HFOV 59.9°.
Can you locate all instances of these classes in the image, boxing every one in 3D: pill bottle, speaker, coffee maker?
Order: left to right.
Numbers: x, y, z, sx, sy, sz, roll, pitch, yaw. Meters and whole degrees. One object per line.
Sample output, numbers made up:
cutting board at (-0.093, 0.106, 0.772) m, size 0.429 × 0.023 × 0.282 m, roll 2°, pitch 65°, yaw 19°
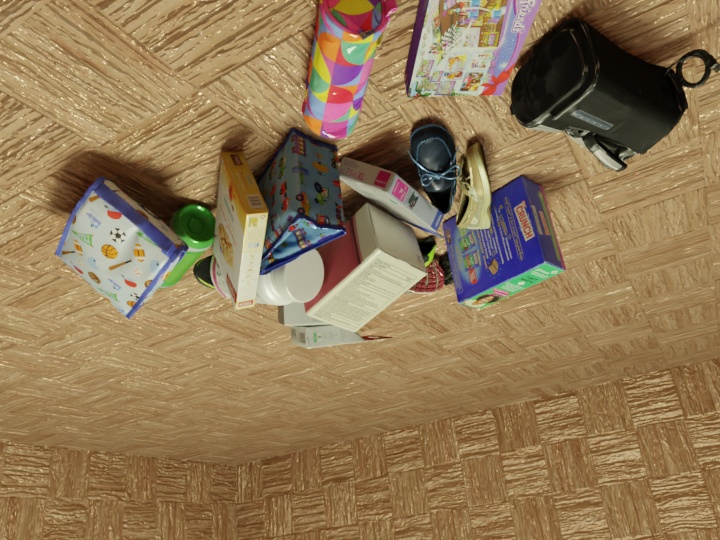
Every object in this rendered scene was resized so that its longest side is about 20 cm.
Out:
speaker at (-0.329, -0.040, 1.123) m, size 0.087 × 0.090 × 0.199 m, roll 11°, pitch 149°, yaw -34°
pill bottle at (-0.164, 0.001, 1.099) m, size 0.197 × 0.116 × 0.112 m, roll 3°, pitch 167°, yaw 41°
coffee maker at (0.327, -0.248, 0.830) m, size 0.197 × 0.136 × 0.194 m, roll 10°, pitch 127°, yaw -35°

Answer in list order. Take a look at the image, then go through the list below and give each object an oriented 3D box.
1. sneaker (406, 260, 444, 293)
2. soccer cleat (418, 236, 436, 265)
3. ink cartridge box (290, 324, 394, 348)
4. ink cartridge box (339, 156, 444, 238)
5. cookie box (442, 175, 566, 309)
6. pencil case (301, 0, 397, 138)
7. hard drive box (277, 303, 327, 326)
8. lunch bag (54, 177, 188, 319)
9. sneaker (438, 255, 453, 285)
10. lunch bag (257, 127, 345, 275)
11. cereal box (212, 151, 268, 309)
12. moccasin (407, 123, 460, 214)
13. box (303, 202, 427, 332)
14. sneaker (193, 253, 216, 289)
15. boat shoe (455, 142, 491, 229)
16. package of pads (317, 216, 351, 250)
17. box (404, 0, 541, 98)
sneaker at (0.086, 0.011, 1.362) m, size 0.195 × 0.083 × 0.075 m, roll 3°, pitch 170°, yaw -2°
soccer cleat at (0.066, -0.027, 1.263) m, size 0.196 × 0.068 × 0.082 m, roll -15°, pitch 148°, yaw -26°
ink cartridge box at (-0.042, 0.134, 1.370) m, size 0.195 × 0.051 × 0.161 m, roll -6°, pitch 179°, yaw -19°
ink cartridge box at (0.059, -0.119, 1.039) m, size 0.118 × 0.043 × 0.199 m, roll 26°, pitch 176°, yaw 39°
cookie box at (0.260, -0.046, 1.161) m, size 0.074 × 0.175 × 0.198 m, roll 12°, pitch 150°, yaw -40°
pencil case at (-0.021, -0.250, 0.761) m, size 0.086 × 0.090 × 0.201 m, roll 0°, pitch 156°, yaw -14°
hard drive box at (-0.099, 0.077, 1.359) m, size 0.152 × 0.079 × 0.200 m, roll -2°, pitch 178°, yaw -12°
lunch bag at (-0.373, -0.043, 0.995) m, size 0.169 × 0.125 × 0.199 m, roll 40°, pitch 143°, yaw -10°
sneaker at (0.243, -0.027, 1.326) m, size 0.089 × 0.078 × 0.199 m, roll -10°, pitch 171°, yaw -24°
lunch bag at (-0.122, -0.094, 0.979) m, size 0.093 × 0.154 × 0.198 m, roll 15°, pitch 148°, yaw -39°
cereal box at (-0.191, -0.060, 0.974) m, size 0.039 × 0.145 × 0.203 m, roll -8°, pitch 137°, yaw -26°
moccasin at (0.131, -0.158, 1.009) m, size 0.079 × 0.070 × 0.200 m, roll -14°, pitch 155°, yaw 15°
box at (0.000, 0.000, 1.112) m, size 0.126 × 0.111 × 0.199 m, roll 23°, pitch 129°, yaw -38°
sneaker at (-0.259, 0.008, 1.221) m, size 0.079 × 0.076 × 0.199 m, roll -11°, pitch 173°, yaw 27°
boat shoe at (0.188, -0.135, 1.064) m, size 0.062 × 0.075 × 0.202 m, roll -7°, pitch 153°, yaw 8°
package of pads at (-0.092, -0.037, 1.212) m, size 0.151 × 0.070 × 0.200 m, roll 2°, pitch 153°, yaw -22°
box at (0.134, -0.293, 0.759) m, size 0.133 × 0.040 × 0.201 m, roll -3°, pitch 155°, yaw -7°
